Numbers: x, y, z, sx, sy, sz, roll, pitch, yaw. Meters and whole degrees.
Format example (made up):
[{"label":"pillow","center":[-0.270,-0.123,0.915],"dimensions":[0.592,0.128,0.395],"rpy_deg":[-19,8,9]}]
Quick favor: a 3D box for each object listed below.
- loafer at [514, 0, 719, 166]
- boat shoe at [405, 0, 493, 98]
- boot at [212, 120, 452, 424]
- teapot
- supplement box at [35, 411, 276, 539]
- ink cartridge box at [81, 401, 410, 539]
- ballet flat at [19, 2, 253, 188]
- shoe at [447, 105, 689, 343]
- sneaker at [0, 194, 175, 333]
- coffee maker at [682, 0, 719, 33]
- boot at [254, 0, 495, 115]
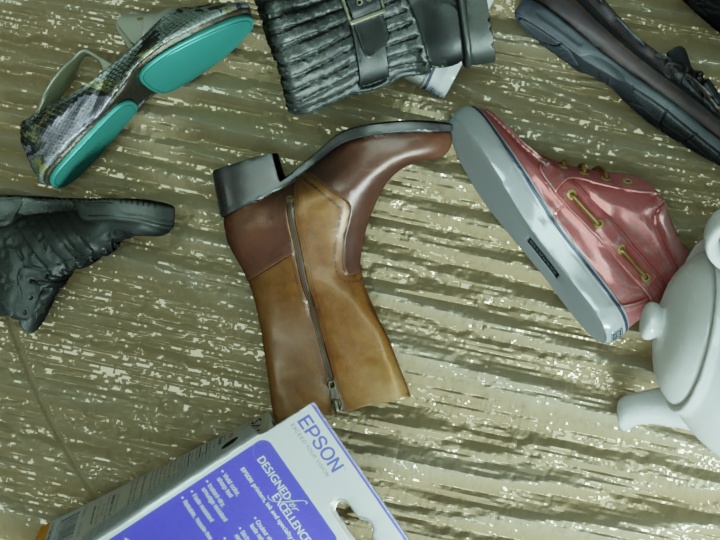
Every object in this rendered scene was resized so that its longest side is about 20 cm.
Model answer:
[{"label":"loafer","center":[0.206,-0.150,1.148],"dimensions":[0.199,0.072,0.063],"rpy_deg":[36,90,4]},{"label":"boat shoe","center":[0.074,-0.229,1.151],"dimensions":[0.069,0.071,0.202],"rpy_deg":[26,101,-1]},{"label":"boot","center":[0.000,0.000,1.165],"dimensions":[0.186,0.068,0.202],"rpy_deg":[-16,93,3]},{"label":"teapot","center":[0.263,0.042,1.088],"dimensions":[0.144,0.197,0.203],"rpy_deg":[11,98,-4]},{"label":"supplement box","center":[-0.126,0.210,1.170],"dimensions":[0.198,0.074,0.127],"rpy_deg":[-26,104,4]},{"label":"ink cartridge box","center":[-0.061,0.213,1.113],"dimensions":[0.199,0.043,0.199],"rpy_deg":[-32,104,7]},{"label":"ballet flat","center":[-0.172,-0.147,1.168],"dimensions":[0.200,0.072,0.072],"rpy_deg":[-39,91,3]},{"label":"shoe","center":[0.153,-0.052,1.158],"dimensions":[0.091,0.071,0.201],"rpy_deg":[-36,85,-11]},{"label":"sneaker","center":[-0.234,-0.003,1.183],"dimensions":[0.197,0.060,0.106],"rpy_deg":[2,92,8]},{"label":"coffee maker","center":[0.338,-0.232,1.103],"dimensions":[0.191,0.135,0.201],"rpy_deg":[32,95,0]},{"label":"boot","center":[-0.001,-0.221,1.081],"dimensions":[0.156,0.079,0.214],"rpy_deg":[-11,96,2]}]
